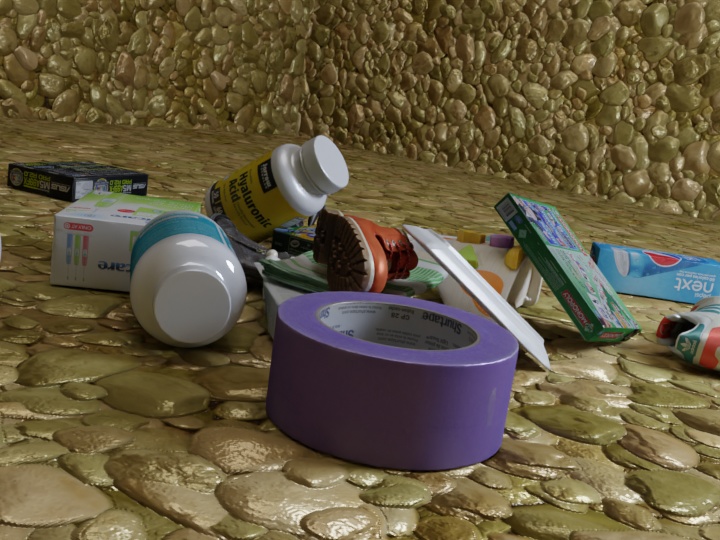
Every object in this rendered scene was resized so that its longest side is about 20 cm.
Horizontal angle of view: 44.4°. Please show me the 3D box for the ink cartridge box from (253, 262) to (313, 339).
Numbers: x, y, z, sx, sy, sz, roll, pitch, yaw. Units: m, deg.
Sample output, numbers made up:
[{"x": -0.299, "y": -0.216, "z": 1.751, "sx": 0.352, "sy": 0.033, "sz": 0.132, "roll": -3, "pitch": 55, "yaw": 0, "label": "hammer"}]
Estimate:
[{"x": -0.024, "y": 0.043, "z": 0.957, "sx": 0.162, "sy": 0.057, "sz": 0.200, "roll": 4, "pitch": 10, "yaw": -18, "label": "ink cartridge box"}]

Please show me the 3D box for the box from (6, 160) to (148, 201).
[{"x": -0.518, "y": -0.168, "z": 1.633, "sx": 0.160, "sy": 0.044, "sz": 0.200, "roll": 13, "pitch": 13, "yaw": 24, "label": "box"}]

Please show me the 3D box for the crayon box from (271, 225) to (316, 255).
[{"x": -0.021, "y": -0.032, "z": 1.308, "sx": 0.126, "sy": 0.052, "sz": 0.200, "roll": 16, "pitch": 14, "yaw": 34, "label": "crayon box"}]

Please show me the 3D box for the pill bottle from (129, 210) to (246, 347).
[{"x": -0.174, "y": 0.009, "z": 0.880, "sx": 0.111, "sy": 0.111, "sz": 0.200, "roll": 5, "pitch": 12, "yaw": -15, "label": "pill bottle"}]

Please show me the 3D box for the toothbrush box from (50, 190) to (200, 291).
[{"x": -0.281, "y": -0.037, "z": 1.087, "sx": 0.145, "sy": 0.086, "sz": 0.200, "roll": 7, "pitch": 14, "yaw": -5, "label": "toothbrush box"}]

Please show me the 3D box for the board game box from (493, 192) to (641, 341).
[{"x": 0.254, "y": -0.002, "z": 1.077, "sx": 0.134, "sy": 0.029, "sz": 0.200, "roll": 8, "pitch": 46, "yaw": -54, "label": "board game box"}]

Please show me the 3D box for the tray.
[{"x": 0.128, "y": 0.022, "z": 0.947, "sx": 0.200, "sy": 0.022, "sz": 0.107, "roll": 44, "pitch": 2, "yaw": -18, "label": "tray"}]

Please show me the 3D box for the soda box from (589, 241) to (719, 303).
[{"x": 0.468, "y": 0.005, "z": 1.409, "sx": 0.200, "sy": 0.068, "sz": 0.064, "roll": 8, "pitch": 12, "yaw": 1, "label": "soda box"}]

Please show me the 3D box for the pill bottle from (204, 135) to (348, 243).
[{"x": -0.120, "y": -0.117, "z": 1.289, "sx": 0.200, "sy": 0.111, "sz": 0.111, "roll": -25, "pitch": -3, "yaw": 26, "label": "pill bottle"}]

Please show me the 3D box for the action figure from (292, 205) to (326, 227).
[{"x": -0.123, "y": -0.101, "z": 1.446, "sx": 0.119, "sy": 0.102, "sz": 0.200, "roll": 16, "pitch": 7, "yaw": -20, "label": "action figure"}]

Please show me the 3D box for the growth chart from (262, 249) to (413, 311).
[{"x": -0.023, "y": 0.025, "z": 1.041, "sx": 0.200, "sy": 0.018, "sz": 0.145, "roll": 8, "pitch": 30, "yaw": -19, "label": "growth chart"}]

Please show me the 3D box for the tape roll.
[{"x": 0.025, "y": 0.083, "z": 0.730, "sx": 0.200, "sy": 0.085, "sz": 0.200, "roll": 7, "pitch": 12, "yaw": -1, "label": "tape roll"}]

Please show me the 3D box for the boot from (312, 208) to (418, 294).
[{"x": 0.016, "y": -0.016, "z": 0.908, "sx": 0.107, "sy": 0.075, "sz": 0.200, "roll": 12, "pitch": 15, "yaw": -13, "label": "boot"}]

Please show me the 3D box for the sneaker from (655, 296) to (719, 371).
[{"x": 0.408, "y": 0.067, "z": 1.076, "sx": 0.093, "sy": 0.070, "sz": 0.200, "roll": 15, "pitch": 16, "yaw": 6, "label": "sneaker"}]

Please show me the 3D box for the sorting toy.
[{"x": 0.131, "y": -0.011, "z": 1.143, "sx": 0.180, "sy": 0.107, "sz": 0.200, "roll": 19, "pitch": 15, "yaw": 22, "label": "sorting toy"}]

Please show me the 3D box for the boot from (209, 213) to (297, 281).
[{"x": -0.125, "y": -0.011, "z": 1.149, "sx": 0.174, "sy": 0.069, "sz": 0.200, "roll": 13, "pitch": 16, "yaw": -3, "label": "boot"}]

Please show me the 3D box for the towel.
[{"x": 0.000, "y": 0.000, "z": 1.000, "sx": 0.152, "sy": 0.023, "sz": 0.200, "roll": 18, "pitch": 16, "yaw": 28, "label": "towel"}]
